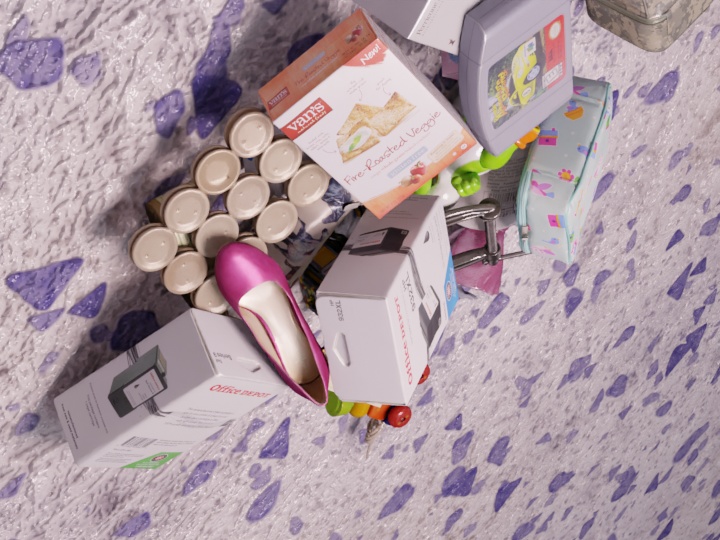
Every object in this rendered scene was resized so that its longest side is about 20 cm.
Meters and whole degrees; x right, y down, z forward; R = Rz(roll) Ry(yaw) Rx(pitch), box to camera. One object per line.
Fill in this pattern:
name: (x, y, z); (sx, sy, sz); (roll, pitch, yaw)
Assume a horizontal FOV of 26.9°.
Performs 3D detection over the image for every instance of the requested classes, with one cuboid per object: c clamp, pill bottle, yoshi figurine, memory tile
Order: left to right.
memory tile: (-0.132, -0.058, 1.525); (0.200, 0.017, 0.153); (-49, 135, 2)
yoshi figurine: (0.097, -0.129, 1.701); (0.200, 0.112, 0.112); (-44, -172, 26)
c clamp: (0.132, -0.040, 1.795); (0.170, 0.027, 0.200); (-19, 158, 5)
pill bottle: (0.158, -0.158, 1.804); (0.114, 0.114, 0.201); (-25, 139, -35)

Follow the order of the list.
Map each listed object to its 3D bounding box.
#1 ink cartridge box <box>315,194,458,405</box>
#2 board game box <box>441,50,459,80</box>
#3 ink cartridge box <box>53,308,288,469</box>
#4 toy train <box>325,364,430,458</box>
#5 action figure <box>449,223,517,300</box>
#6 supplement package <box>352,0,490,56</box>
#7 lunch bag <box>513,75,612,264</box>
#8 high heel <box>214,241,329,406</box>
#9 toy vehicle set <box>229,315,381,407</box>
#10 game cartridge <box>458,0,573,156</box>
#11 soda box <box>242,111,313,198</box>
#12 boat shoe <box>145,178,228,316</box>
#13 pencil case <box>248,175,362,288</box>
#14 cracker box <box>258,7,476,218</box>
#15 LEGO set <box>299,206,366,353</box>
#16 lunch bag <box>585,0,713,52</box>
ink cartridge box: (0.033, 0.029, 1.638); (0.200, 0.083, 0.146); (-60, 146, -49)
board game box: (0.154, -0.293, 1.630); (0.199, 0.043, 0.201); (6, 80, -52)
ink cartridge box: (-0.199, 0.130, 1.603); (0.200, 0.084, 0.146); (-32, 158, 20)
toy train: (0.001, 0.176, 1.984); (0.115, 0.085, 0.201); (0, 123, -38)
action figure: (0.165, -0.068, 1.951); (0.148, 0.134, 0.201); (11, 106, -8)
supplement package: (0.073, -0.339, 1.481); (0.111, 0.156, 0.201); (5, 119, -52)
lunch bag: (0.237, -0.114, 1.761); (0.161, 0.077, 0.201); (77, 32, -64)
high heel: (-0.088, 0.057, 1.553); (0.067, 0.096, 0.200); (-28, 133, -6)
toy vehicle set: (-0.065, 0.108, 1.784); (0.200, 0.124, 0.027); (26, 91, -56)
game cartridge: (0.159, -0.210, 1.546); (0.133, 0.041, 0.200); (-35, 146, -14)
soda box: (-0.032, -0.160, 1.611); (0.200, 0.068, 0.064); (-34, 142, -24)
boat shoe: (-0.168, -0.012, 1.593); (0.063, 0.073, 0.201); (-34, 137, -16)
pencil case: (-0.072, -0.041, 1.661); (0.200, 0.089, 0.078); (-54, 155, 3)
cracker box: (0.010, -0.154, 1.523); (0.134, 0.058, 0.200); (-37, 136, 13)
LEGO set: (0.000, 0.000, 1.763); (0.154, 0.116, 0.200); (-34, 144, -25)
lunch bag: (0.357, -0.392, 1.793); (0.200, 0.139, 0.168); (-44, 148, -12)
